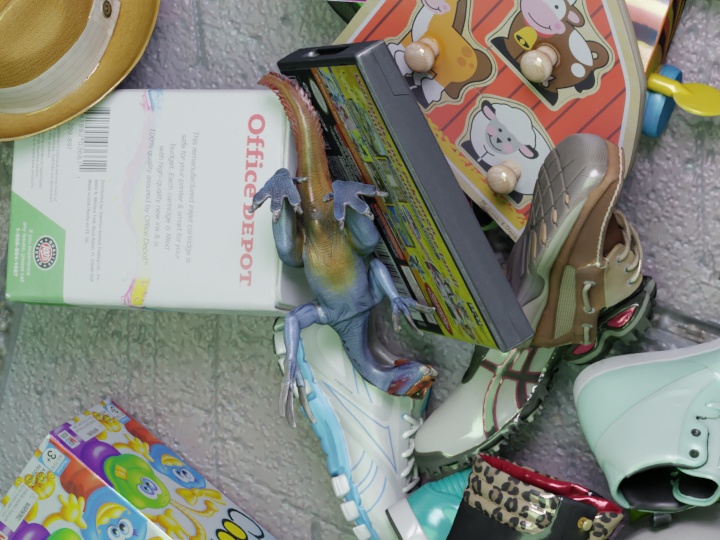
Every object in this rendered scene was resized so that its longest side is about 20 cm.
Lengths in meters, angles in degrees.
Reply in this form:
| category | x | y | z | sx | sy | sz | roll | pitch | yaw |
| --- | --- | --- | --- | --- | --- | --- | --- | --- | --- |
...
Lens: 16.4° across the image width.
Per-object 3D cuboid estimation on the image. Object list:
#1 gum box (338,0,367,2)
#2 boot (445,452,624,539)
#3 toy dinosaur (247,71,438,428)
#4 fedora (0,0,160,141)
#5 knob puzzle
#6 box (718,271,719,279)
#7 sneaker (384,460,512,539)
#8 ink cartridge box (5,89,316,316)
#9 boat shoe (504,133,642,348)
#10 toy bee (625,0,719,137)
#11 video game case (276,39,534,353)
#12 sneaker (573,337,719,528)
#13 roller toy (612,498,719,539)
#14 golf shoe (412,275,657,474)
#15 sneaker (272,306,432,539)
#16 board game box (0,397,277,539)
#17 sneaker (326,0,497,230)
| category | x | y | z | sx | sy | sz | roll | pitch | yaw |
| --- | --- | --- | --- | --- | --- | --- | --- | --- | --- |
| gum box | 0.060 | -0.215 | 1.568 | 0.199 | 0.114 | 0.066 | 7 | 122 | 18 |
| boot | 0.124 | 0.213 | 1.530 | 0.199 | 0.073 | 0.151 | 23 | 97 | 14 |
| toy dinosaur | 0.000 | 0.000 | 1.599 | 0.105 | 0.182 | 0.201 | -6 | 59 | 11 |
| fedora | -0.230 | -0.186 | 1.658 | 0.200 | 0.082 | 0.201 | -8 | 64 | 17 |
| knob puzzle | 0.086 | -0.121 | 1.499 | 0.219 | 0.030 | 0.220 | 20 | 131 | 25 |
| box | 0.320 | -0.073 | 1.546 | 0.157 | 0.050 | 0.201 | 14 | 106 | 16 |
| sneaker | 0.117 | 0.201 | 1.667 | 0.121 | 0.084 | 0.200 | -35 | 114 | 2 |
| ink cartridge box | -0.128 | -0.045 | 1.678 | 0.199 | 0.087 | 0.146 | 1 | 86 | 21 |
| boat shoe | 0.135 | -0.016 | 1.505 | 0.072 | 0.200 | 0.076 | 10 | 61 | -4 |
| toy bee | 0.165 | -0.102 | 1.566 | 0.130 | 0.109 | 0.201 | -1 | 102 | 18 |
| video game case | 0.025 | -0.047 | 1.548 | 0.025 | 0.181 | 0.200 | -30 | 101 | -13 |
| sneaker | 0.240 | 0.096 | 1.556 | 0.200 | 0.118 | 0.074 | -14 | 132 | 4 |
| roller toy | 0.229 | 0.239 | 1.599 | 0.200 | 0.140 | 0.183 | 32 | 111 | 11 |
| golf shoe | 0.099 | 0.050 | 1.635 | 0.200 | 0.077 | 0.088 | -42 | 99 | 14 |
| sneaker | 0.017 | 0.108 | 1.687 | 0.086 | 0.075 | 0.201 | -24 | 93 | 17 |
| board game box | -0.147 | 0.200 | 1.747 | 0.200 | 0.105 | 0.103 | 39 | 111 | 7 |
| sneaker | 0.028 | -0.109 | 1.631 | 0.084 | 0.077 | 0.200 | -32 | 89 | 19 |
